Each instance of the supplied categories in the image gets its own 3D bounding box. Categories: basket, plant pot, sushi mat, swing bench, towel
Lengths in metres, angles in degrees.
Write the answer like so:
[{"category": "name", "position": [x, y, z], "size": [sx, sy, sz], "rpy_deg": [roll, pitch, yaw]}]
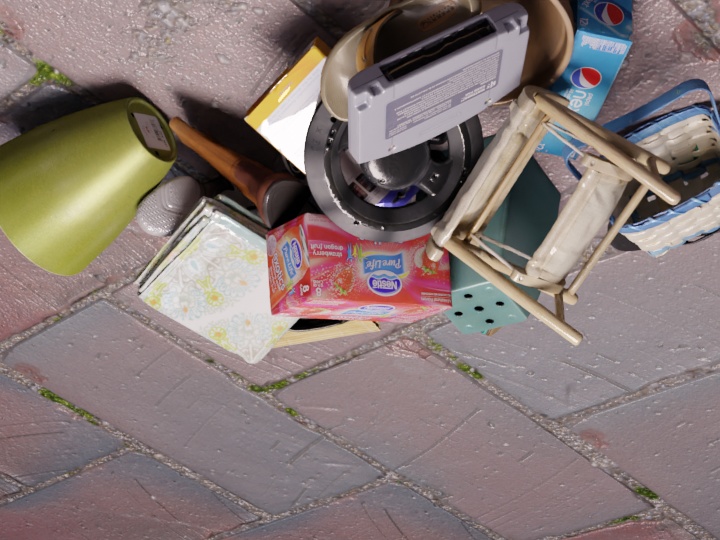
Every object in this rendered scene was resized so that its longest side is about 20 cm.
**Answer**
[{"category": "basket", "position": [0.340, -0.118, 1.581], "size": [0.175, 0.140, 0.200], "rpy_deg": [-24, 142, 16]}, {"category": "plant pot", "position": [0.128, -0.274, 1.460], "size": [0.199, 0.093, 0.202], "rpy_deg": [6, 145, 4]}, {"category": "sushi mat", "position": [-0.080, 0.066, 1.856], "size": [0.198, 0.012, 0.096], "rpy_deg": [-10, 140, 24]}, {"category": "plant pot", "position": [0.150, -0.035, 1.692], "size": [0.140, 0.201, 0.141], "rpy_deg": [-14, 139, 29]}, {"category": "plant pot", "position": [-0.330, -0.124, 1.712], "size": [0.199, 0.188, 0.187], "rpy_deg": [-31, 131, 22]}, {"category": "swing bench", "position": [0.202, -0.068, 1.482], "size": [0.199, 0.130, 0.200], "rpy_deg": [31, 110, -5]}, {"category": "towel", "position": [-0.155, 0.011, 1.693], "size": [0.199, 0.048, 0.171], "rpy_deg": [32, 119, -25]}]

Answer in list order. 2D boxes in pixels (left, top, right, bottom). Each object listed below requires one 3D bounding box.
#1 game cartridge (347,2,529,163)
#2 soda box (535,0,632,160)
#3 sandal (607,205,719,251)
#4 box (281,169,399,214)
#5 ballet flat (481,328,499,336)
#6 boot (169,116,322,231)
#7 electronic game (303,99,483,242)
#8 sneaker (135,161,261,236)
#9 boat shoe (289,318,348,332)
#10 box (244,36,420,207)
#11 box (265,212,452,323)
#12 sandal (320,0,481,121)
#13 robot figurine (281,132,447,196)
[{"category": "game cartridge", "position": [0.075, -0.184, 1.392], "size": [0.199, 0.041, 0.134], "rpy_deg": [-27, 152, -13]}, {"category": "soda box", "position": [0.241, -0.215, 1.538], "size": [0.063, 0.068, 0.201], "rpy_deg": [11, 144, -6]}, {"category": "sandal", "position": [0.408, -0.055, 1.747], "size": [0.199, 0.043, 0.076], "rpy_deg": [-19, 136, 33]}, {"category": "box", "position": [-0.020, -0.032, 1.812], "size": [0.147, 0.108, 0.201], "rpy_deg": [0, 143, 13]}, {"category": "ballet flat", "position": [0.191, 0.018, 1.887], "size": [0.072, 0.068, 0.201], "rpy_deg": [-14, 139, -1]}, {"category": "boot", "position": [-0.143, -0.126, 1.634], "size": [0.200, 0.069, 0.188], "rpy_deg": [40, -173, 13]}, {"category": "electronic game", "position": [0.036, -0.126, 1.491], "size": [0.198, 0.042, 0.202], "rpy_deg": [-4, 112, -10]}, {"category": "sneaker", "position": [-0.210, -0.074, 1.756], "size": [0.199, 0.076, 0.114], "rpy_deg": [-21, 173, -37]}, {"category": "boat shoe", "position": [-0.018, 0.037, 1.753], "size": [0.199, 0.063, 0.074], "rpy_deg": [-9, 122, 21]}, {"category": "box", "position": [-0.017, -0.148, 1.541], "size": [0.200, 0.042, 0.119], "rpy_deg": [41, 112, -16]}, {"category": "box", "position": [0.000, 0.000, 1.575], "size": [0.198, 0.101, 0.095], "rpy_deg": [5, 165, -34]}, {"category": "sandal", "position": [0.034, -0.220, 1.386], "size": [0.199, 0.054, 0.080], "rpy_deg": [-33, 108, 25]}, {"category": "robot figurine", "position": [0.004, -0.152, 1.623], "size": [0.198, 0.152, 0.125], "rpy_deg": [6, 158, 3]}]
